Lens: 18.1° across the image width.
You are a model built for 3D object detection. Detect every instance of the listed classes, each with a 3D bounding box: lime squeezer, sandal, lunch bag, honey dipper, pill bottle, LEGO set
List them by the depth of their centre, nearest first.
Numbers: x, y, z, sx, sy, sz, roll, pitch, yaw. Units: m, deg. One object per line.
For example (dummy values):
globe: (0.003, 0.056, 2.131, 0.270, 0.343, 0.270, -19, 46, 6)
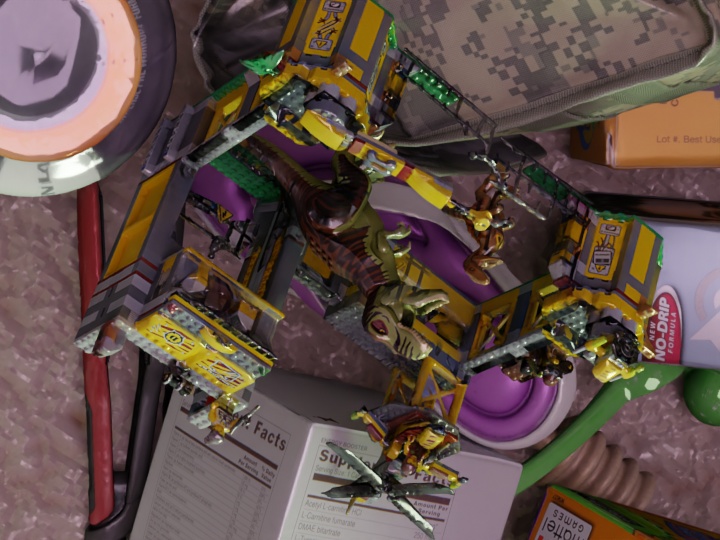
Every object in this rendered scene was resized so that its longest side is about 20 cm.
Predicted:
LEGO set: (0.001, 0.014, 0.767, 0.200, 0.153, 0.117, 42, 50, -30)
pill bottle: (-0.125, -0.084, 0.840, 0.105, 0.200, 0.107, -2, 99, -10)
lunch bag: (0.052, -0.100, 0.861, 0.198, 0.164, 0.119, -17, 89, 24)
sandal: (0.004, -0.006, 0.914, 0.202, 0.050, 0.083, 37, 107, 14)
honey dipper: (0.046, 0.042, 0.983, 0.200, 0.038, 0.038, 41, 88, -11)
lime squeezer: (0.146, 0.066, 0.991, 0.198, 0.038, 0.071, 6, 64, -33)

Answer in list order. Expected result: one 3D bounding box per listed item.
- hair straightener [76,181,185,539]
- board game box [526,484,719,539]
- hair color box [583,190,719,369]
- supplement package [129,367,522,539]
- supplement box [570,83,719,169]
hair straightener: (-0.080, 0.054, 0.952, 0.076, 0.041, 0.202, -2, 99, -11)
board game box: (0.168, 0.232, 0.921, 0.199, 0.200, 0.202, 19, 94, -35)
hair color box: (0.186, 0.008, 0.940, 0.198, 0.099, 0.061, 4, 98, 9)
supplement package: (-0.031, 0.150, 0.926, 0.109, 0.113, 0.202, 14, 96, -35)
supplement box: (0.192, -0.078, 0.979, 0.198, 0.069, 0.067, 0, 96, -14)
